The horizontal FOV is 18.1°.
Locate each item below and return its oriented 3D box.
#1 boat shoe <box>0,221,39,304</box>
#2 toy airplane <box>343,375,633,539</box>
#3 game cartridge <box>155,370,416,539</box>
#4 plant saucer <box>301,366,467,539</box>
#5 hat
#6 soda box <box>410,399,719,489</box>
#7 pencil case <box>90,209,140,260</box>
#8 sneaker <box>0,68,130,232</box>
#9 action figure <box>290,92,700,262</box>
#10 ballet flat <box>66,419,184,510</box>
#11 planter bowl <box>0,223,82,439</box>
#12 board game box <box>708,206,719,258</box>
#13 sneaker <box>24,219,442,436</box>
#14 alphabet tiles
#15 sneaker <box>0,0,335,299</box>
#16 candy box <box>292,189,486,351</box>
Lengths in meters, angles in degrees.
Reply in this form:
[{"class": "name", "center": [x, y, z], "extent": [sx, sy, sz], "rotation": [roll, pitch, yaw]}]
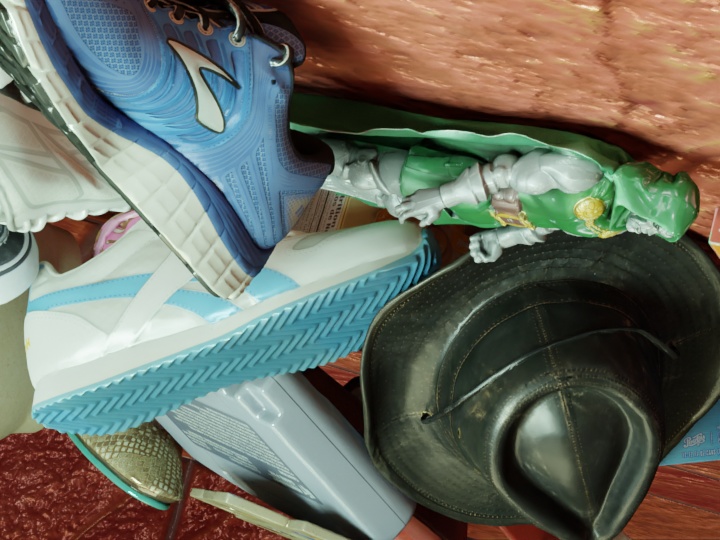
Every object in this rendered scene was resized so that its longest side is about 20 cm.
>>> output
[{"class": "boat shoe", "center": [-0.229, -0.058, 1.038], "extent": [0.200, 0.072, 0.068], "rotation": [36, 143, 18]}, {"class": "toy airplane", "center": [0.098, 0.099, 1.313], "extent": [0.199, 0.141, 0.200], "rotation": [48, 180, -38]}, {"class": "game cartridge", "center": [-0.057, 0.077, 1.152], "extent": [0.133, 0.042, 0.200], "rotation": [46, 164, -31]}, {"class": "plant saucer", "center": [-0.020, 0.099, 1.258], "extent": [0.200, 0.037, 0.200], "rotation": [38, 165, 7]}, {"class": "hat", "center": [0.095, 0.071, 1.024], "extent": [0.200, 0.201, 0.081], "rotation": [21, -148, -33]}, {"class": "soda box", "center": [0.113, 0.068, 1.144], "extent": [0.199, 0.064, 0.068], "rotation": [-4, 180, -12]}, {"class": "pencil case", "center": [-0.098, 0.023, 1.359], "extent": [0.086, 0.083, 0.200], "rotation": [-1, 166, 13]}, {"class": "sneaker", "center": [-0.140, -0.051, 1.020], "extent": [0.075, 0.081, 0.200], "rotation": [3, 166, 44]}, {"class": "action figure", "center": [0.044, -0.035, 0.917], "extent": [0.199, 0.055, 0.118], "rotation": [6, 167, 31]}, {"class": "ballet flat", "center": [-0.142, 0.076, 1.303], "extent": [0.070, 0.065, 0.200], "rotation": [35, 177, -33]}, {"class": "planter bowl", "center": [-0.236, 0.023, 1.278], "extent": [0.134, 0.201, 0.200], "rotation": [10, 173, -25]}, {"class": "board game box", "center": [0.225, 0.015, 1.011], "extent": [0.103, 0.020, 0.200], "rotation": [10, 169, 21]}, {"class": "sneaker", "center": [-0.062, 0.008, 1.020], "extent": [0.199, 0.081, 0.077], "rotation": [-17, 155, 11]}, {"class": "alphabet tiles", "center": [0.012, 0.152, 1.166], "extent": [0.200, 0.006, 0.166], "rotation": [23, 171, -11]}, {"class": "sneaker", "center": [-0.075, -0.079, 0.812], "extent": [0.079, 0.089, 0.200], "rotation": [43, 175, 45]}, {"class": "candy box", "center": [0.000, 0.000, 1.158], "extent": [0.115, 0.055, 0.200], "rotation": [19, 169, -22]}]
